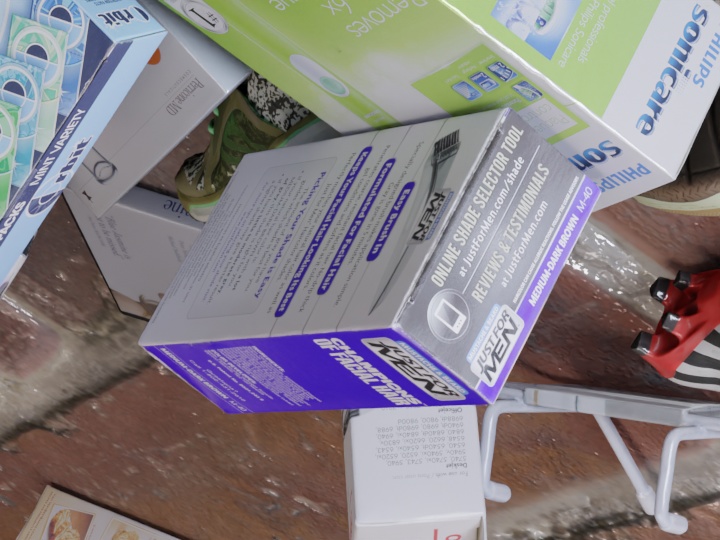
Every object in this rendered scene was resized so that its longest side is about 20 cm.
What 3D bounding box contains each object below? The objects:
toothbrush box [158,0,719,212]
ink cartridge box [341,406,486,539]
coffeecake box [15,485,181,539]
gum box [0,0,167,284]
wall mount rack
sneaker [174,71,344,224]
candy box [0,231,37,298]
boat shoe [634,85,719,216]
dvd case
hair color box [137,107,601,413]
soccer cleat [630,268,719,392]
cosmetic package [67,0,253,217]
[{"bbox_3d":[0.035,-0.110,1.146,0.200,0.086,0.146,35,155,-18],"label":"toothbrush box"},{"bbox_3d":[0.026,0.096,1.409,0.068,0.200,0.116,-4,152,-1],"label":"ink cartridge box"},{"bbox_3d":[-0.153,0.257,2.061,0.200,0.073,0.154,20,153,15],"label":"coffeecake box"},{"bbox_3d":[-0.203,-0.108,1.217,0.200,0.045,0.170,45,119,15],"label":"gum box"},{"bbox_3d":[0.160,0.103,1.454,0.200,0.075,0.174,7,-179,40],"label":"wall mount rack"},{"bbox_3d":[-0.043,-0.083,1.328,0.200,0.077,0.089,-20,97,60],"label":"sneaker"},{"bbox_3d":[-0.248,-0.054,1.426,0.168,0.072,0.200,32,-163,-8],"label":"candy box"},{"bbox_3d":[0.192,-0.051,1.126,0.076,0.072,0.200,29,158,-31],"label":"boat shoe"},{"bbox_3d":[-0.068,0.011,1.563,0.200,0.018,0.143,17,153,22],"label":"dvd case"},{"bbox_3d":[0.000,0.000,1.166,0.065,0.109,0.200,39,157,-25],"label":"hair color box"},{"bbox_3d":[0.201,0.022,1.264,0.085,0.069,0.200,25,160,-15],"label":"soccer cleat"},{"bbox_3d":[-0.132,-0.120,1.296,0.151,0.052,0.200,45,153,-5],"label":"cosmetic package"}]
